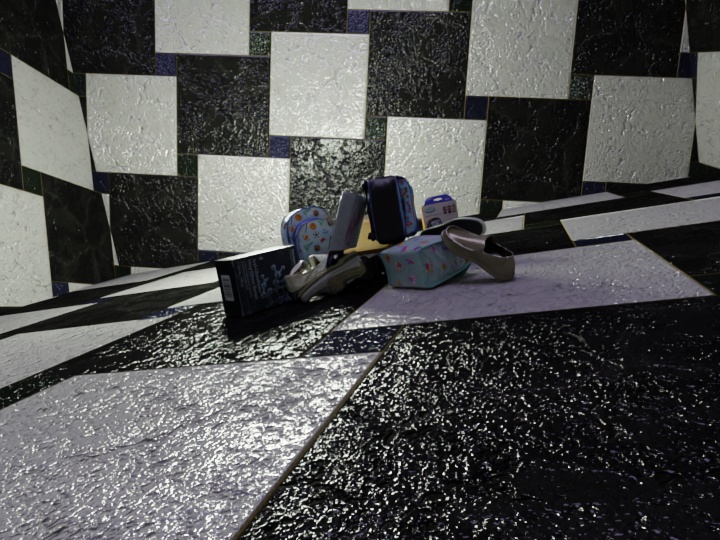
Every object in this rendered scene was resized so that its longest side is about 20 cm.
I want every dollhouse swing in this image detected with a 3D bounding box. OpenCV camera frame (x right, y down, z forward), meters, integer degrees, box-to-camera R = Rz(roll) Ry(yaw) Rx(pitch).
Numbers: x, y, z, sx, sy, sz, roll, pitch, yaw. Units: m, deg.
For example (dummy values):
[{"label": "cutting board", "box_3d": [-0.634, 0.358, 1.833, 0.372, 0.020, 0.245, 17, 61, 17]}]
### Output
[{"label": "dollhouse swing", "box_3d": [0.034, -0.064, 1.627, 0.198, 0.182, 0.177, -8, 49, 11]}]

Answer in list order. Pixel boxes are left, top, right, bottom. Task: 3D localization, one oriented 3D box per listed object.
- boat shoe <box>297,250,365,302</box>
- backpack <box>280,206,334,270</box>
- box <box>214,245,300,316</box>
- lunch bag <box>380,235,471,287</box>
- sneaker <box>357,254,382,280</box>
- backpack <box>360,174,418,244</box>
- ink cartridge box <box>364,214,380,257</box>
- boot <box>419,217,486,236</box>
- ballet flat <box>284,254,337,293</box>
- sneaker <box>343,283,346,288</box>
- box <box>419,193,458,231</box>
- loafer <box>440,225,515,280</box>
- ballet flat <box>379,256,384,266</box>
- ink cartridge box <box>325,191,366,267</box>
[{"label": "boat shoe", "box_3d": [-0.072, 0.028, 1.382, 0.199, 0.069, 0.075, -37, -3, -15]}, {"label": "backpack", "box_3d": [-0.164, -0.105, 1.667, 0.199, 0.192, 0.154, -21, 4, -31]}, {"label": "box", "box_3d": [-0.269, 0.024, 1.411, 0.199, 0.150, 0.107, -17, 11, -40]}, {"label": "lunch bag", "box_3d": [0.181, -0.033, 1.338, 0.199, 0.123, 0.170, -22, 12, -33]}, {"label": "sneaker", "box_3d": [0.000, 0.000, 1.565, 0.090, 0.077, 0.200, -14, -3, 19]}, {"label": "backpack", "box_3d": [0.086, -0.160, 1.440, 0.133, 0.185, 0.200, -9, -3, 9]}, {"label": "ink cartridge box", "box_3d": [0.029, -0.110, 1.867, 0.145, 0.148, 0.200, -10, -2, 15]}, {"label": "boot", "box_3d": [0.290, -0.123, 1.571, 0.198, 0.073, 0.144, -9, 7, 29]}, {"label": "ballet flat", "box_3d": [-0.132, -0.009, 1.427, 0.067, 0.063, 0.200, -13, 20, 41]}, {"label": "sneaker", "box_3d": [-0.116, 0.024, 1.509, 0.080, 0.075, 0.200, -18, 8, -25]}, {"label": "box", "box_3d": [0.268, -0.147, 1.731, 0.118, 0.202, 0.041, -10, 2, -1]}, {"label": "loafer", "box_3d": [0.277, -0.056, 1.213, 0.199, 0.069, 0.075, 34, 43, 25]}, {"label": "ballet flat", "box_3d": [0.008, -0.024, 1.722, 0.198, 0.057, 0.066, -12, 8, -18]}, {"label": "ink cartridge box", "box_3d": [-0.033, -0.107, 1.410, 0.043, 0.202, 0.196, 14, 8, 9]}]
